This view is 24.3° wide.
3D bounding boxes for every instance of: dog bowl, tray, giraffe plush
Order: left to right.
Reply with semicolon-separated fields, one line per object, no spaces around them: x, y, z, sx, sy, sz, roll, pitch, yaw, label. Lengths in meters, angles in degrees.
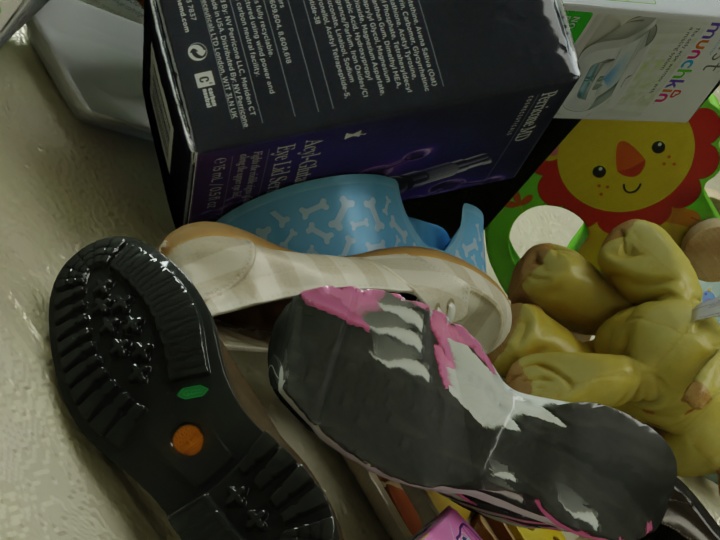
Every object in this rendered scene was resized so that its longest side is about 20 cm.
-0.123;-0.106;0.984;0.200;0.022;0.108;12;41;-58;tray
0.000;0.000;0.920;0.200;0.111;0.050;13;57;-58;dog bowl
0.200;0.078;1.135;0.162;0.199;0.173;61;39;-42;giraffe plush

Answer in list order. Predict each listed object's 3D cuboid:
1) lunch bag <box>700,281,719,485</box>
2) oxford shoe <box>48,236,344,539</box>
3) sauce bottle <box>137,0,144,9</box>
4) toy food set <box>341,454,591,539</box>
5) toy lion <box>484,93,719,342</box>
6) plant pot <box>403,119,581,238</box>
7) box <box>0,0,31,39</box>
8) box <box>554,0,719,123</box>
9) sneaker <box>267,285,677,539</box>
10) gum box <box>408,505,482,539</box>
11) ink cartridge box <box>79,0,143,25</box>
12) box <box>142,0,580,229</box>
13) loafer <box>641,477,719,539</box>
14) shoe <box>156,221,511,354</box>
0.311;0.058;1.308;0.077;0.200;0.161;30;24;-44;lunch bag
-0.073;0.070;0.719;0.200;0.073;0.084;55;-3;28;oxford shoe
-0.086;-0.151;0.956;0.066;0.066;0.200;50;-1;8;sauce bottle
0.071;0.121;0.902;0.200;0.060;0.144;14;38;-56;toy food set
0.174;-0.059;1.202;0.192;0.200;0.069;55;17;-23;toy lion
0.021;-0.148;1.137;0.177;0.200;0.200;0;49;-47;plant pot
-0.220;-0.217;0.827;0.200;0.097;0.177;39;25;-12;box
0.121;-0.197;1.039;0.176;0.097;0.200;-2;51;-35;box
0.041;0.079;0.784;0.200;0.080;0.086;30;-21;-11;sneaker
0.067;0.211;0.715;0.200;0.066;0.113;49;21;5;gum box
-0.120;-0.244;0.985;0.116;0.200;0.068;24;30;-47;ink cartridge box
-0.007;-0.100;0.864;0.148;0.199;0.105;112;-36;-72;box
0.222;0.213;1.043;0.200;0.073;0.071;44;24;15;loafer
-0.006;0.024;0.817;0.200;0.070;0.053;9;31;-30;shoe
